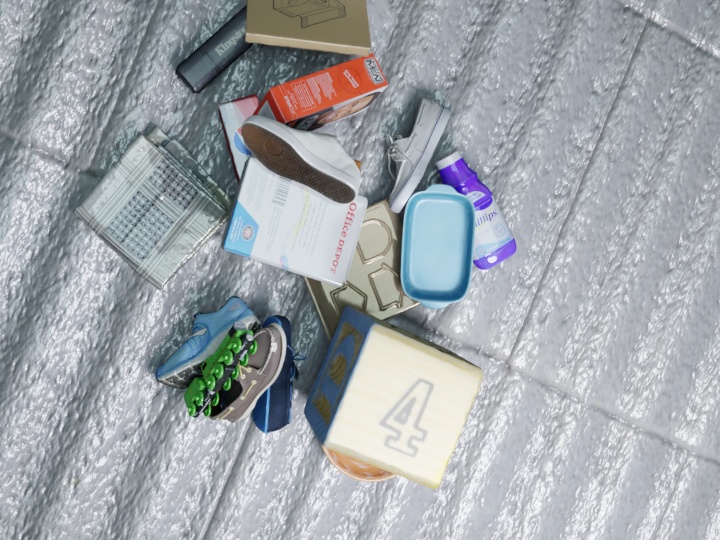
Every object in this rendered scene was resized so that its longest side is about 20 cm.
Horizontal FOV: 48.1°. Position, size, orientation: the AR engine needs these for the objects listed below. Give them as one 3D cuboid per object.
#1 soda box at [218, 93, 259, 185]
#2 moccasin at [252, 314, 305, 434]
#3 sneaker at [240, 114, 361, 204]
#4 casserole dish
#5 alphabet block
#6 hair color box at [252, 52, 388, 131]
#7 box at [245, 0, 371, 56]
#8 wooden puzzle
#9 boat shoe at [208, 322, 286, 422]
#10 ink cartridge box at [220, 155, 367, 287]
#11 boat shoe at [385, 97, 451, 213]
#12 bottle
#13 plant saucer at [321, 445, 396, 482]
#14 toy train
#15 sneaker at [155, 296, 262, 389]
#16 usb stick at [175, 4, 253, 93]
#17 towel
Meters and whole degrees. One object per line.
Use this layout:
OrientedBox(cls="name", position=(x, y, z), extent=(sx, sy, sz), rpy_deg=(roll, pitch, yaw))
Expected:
OrientedBox(cls="soda box", position=(-0.173, -0.176, 1.313), extent=(0.068, 0.063, 0.205), rpy_deg=(-17, 96, -9))
OrientedBox(cls="moccasin", position=(-0.137, 0.168, 1.340), extent=(0.067, 0.080, 0.205), rpy_deg=(-4, 114, -36))
OrientedBox(cls="sneaker", position=(-0.085, -0.179, 1.202), extent=(0.198, 0.073, 0.086), rpy_deg=(31, 50, -20))
OrientedBox(cls="casserole dish", position=(0.127, -0.040, 1.338), extent=(0.118, 0.039, 0.205), rpy_deg=(4, 97, 3))
OrientedBox(cls="alphabet block", position=(0.046, 0.193, 1.266), extent=(0.197, 0.195, 0.200), rpy_deg=(23, 91, -15))
OrientedBox(cls="hair color box", position=(-0.063, -0.269, 1.274), extent=(0.197, 0.101, 0.062), rpy_deg=(-27, 88, -27))
OrientedBox(cls="box", position=(-0.084, -0.413, 1.287), extent=(0.195, 0.021, 0.166), rpy_deg=(4, 55, -11))
OrientedBox(cls="wooden puzzle", position=(0.000, 0.000, 1.366), extent=(0.197, 0.046, 0.189), rpy_deg=(-24, 98, -13))
OrientedBox(cls="boat shoe", position=(-0.183, 0.166, 1.288), extent=(0.059, 0.072, 0.202), rpy_deg=(-1, 134, -47))
OrientedBox(cls="ink cartridge box", position=(-0.103, -0.074, 1.258), extent=(0.196, 0.085, 0.148), rpy_deg=(18, 88, -13))
OrientedBox(cls="boat shoe", position=(0.076, -0.201, 1.349), extent=(0.085, 0.075, 0.205), rpy_deg=(27, 81, -3))
OrientedBox(cls="bottle", position=(0.192, -0.105, 1.380), extent=(0.082, 0.065, 0.203), rpy_deg=(-28, 98, -4))
OrientedBox(cls="plant saucer", position=(0.022, 0.258, 1.387), extent=(0.195, 0.037, 0.206), rpy_deg=(-1, 93, -9))
OrientedBox(cls="toy train", position=(-0.221, 0.155, 1.258), extent=(0.041, 0.057, 0.201), rpy_deg=(9, 131, -40))
OrientedBox(cls="sneaker", position=(-0.253, 0.118, 1.321), extent=(0.198, 0.078, 0.091), rpy_deg=(-36, 60, 5))
OrientedBox(cls="usb stick", position=(-0.214, -0.368, 1.309), extent=(0.200, 0.033, 0.056), rpy_deg=(-43, 92, -6))
OrientedBox(cls="towel", position=(-0.327, -0.102, 1.305), extent=(0.192, 0.035, 0.201), rpy_deg=(43, 85, -9))
